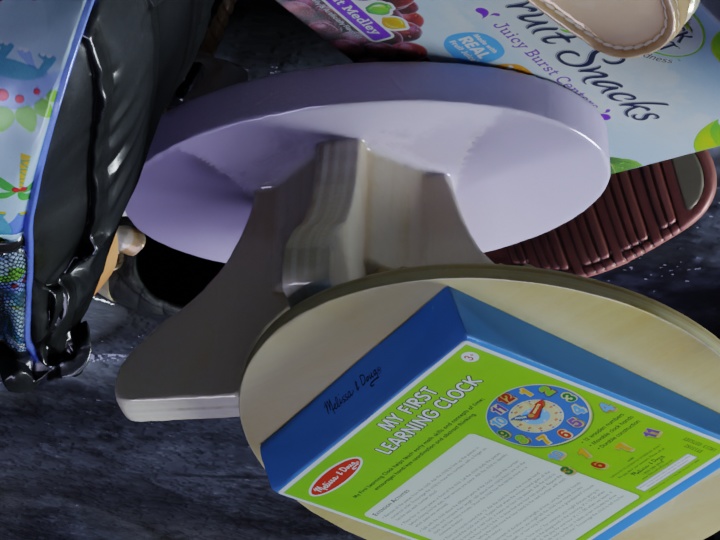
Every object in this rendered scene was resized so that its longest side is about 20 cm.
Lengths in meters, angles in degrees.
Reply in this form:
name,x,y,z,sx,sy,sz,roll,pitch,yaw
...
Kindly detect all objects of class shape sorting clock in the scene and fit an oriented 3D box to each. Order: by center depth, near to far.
name,x,y,z,sx,sy,sz,roll,pitch,yaw
shape sorting clock,0.053,0.058,0.878,0.198,0.039,0.201,3,146,2

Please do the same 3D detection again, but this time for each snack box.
name,x,y,z,sx,sy,sz,roll,pitch,yaw
snack box,0.074,-0.104,0.926,0.142,0.053,0.200,-15,150,32

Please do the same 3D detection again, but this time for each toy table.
name,x,y,z,sx,sy,sz,roll,pitch,yaw
toy table,0.000,0.000,0.939,0.199,0.118,0.184,-10,148,19

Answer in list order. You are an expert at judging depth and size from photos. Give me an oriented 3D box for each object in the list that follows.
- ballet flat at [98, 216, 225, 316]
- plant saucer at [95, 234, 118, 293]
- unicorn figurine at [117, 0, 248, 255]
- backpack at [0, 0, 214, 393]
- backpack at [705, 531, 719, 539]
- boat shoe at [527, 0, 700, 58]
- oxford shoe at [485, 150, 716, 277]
name,x,y,z,sx,sy,sz,roll,pitch,yaw
ballet flat,-0.056,-0.005,1.114,0.199,0.067,0.057,5,-170,29
plant saucer,-0.204,-0.035,1.050,0.199,0.038,0.201,20,153,11
unicorn figurine,-0.095,-0.049,1.040,0.199,0.074,0.137,-12,152,29
backpack,-0.132,-0.090,0.825,0.146,0.184,0.200,19,151,-1
backpack,0.289,0.100,1.229,0.199,0.154,0.176,11,158,5
boat shoe,0.039,-0.133,0.769,0.073,0.069,0.200,-25,122,36
oxford shoe,0.083,-0.027,1.106,0.199,0.071,0.075,-14,176,32
